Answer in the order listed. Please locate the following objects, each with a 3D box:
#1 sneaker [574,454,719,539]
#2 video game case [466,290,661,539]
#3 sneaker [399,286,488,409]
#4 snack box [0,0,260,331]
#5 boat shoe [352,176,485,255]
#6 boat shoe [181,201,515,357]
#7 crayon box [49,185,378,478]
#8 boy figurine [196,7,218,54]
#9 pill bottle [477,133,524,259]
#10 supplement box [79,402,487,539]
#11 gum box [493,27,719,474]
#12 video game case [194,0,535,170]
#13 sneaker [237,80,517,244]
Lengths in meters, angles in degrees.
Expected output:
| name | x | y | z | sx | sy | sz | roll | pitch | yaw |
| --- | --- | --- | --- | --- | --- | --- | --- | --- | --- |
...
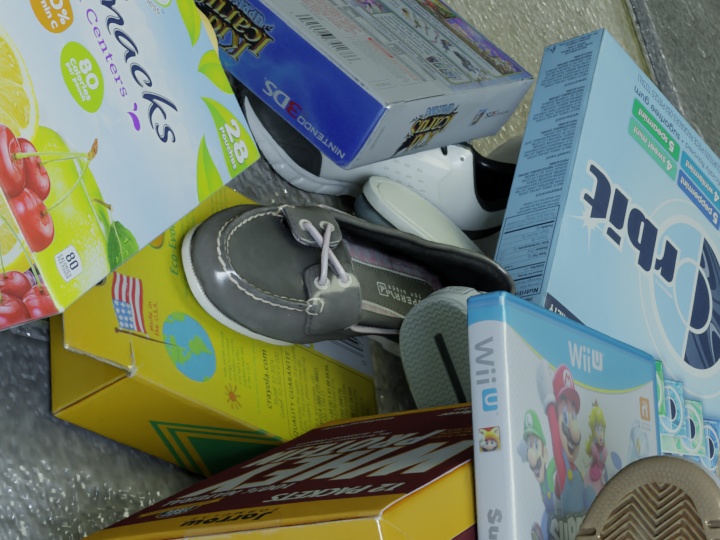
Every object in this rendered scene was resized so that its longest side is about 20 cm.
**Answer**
| name | x | y | z | sx | sy | sz | roll | pitch | yaw |
| --- | --- | --- | --- | --- | --- | --- | --- | --- | --- |
| sneaker | 0.123 | 0.161 | 0.620 | 0.112 | 0.071 | 0.202 | -1 | 90 | -56 |
| video game case | 0.082 | 0.119 | 0.652 | 0.143 | 0.018 | 0.202 | 21 | 63 | -56 |
| sneaker | 0.081 | 0.101 | 0.790 | 0.071 | 0.073 | 0.202 | -8 | 81 | -52 |
| snack box | -0.132 | -0.098 | 0.648 | 0.201 | 0.067 | 0.169 | 68 | 27 | -12 |
| boat shoe | 0.054 | 0.024 | 0.970 | 0.200 | 0.062 | 0.073 | 40 | 16 | -37 |
| boat shoe | 0.000 | 0.000 | 0.811 | 0.199 | 0.057 | 0.067 | 14 | 54 | -53 |
| crayon box | -0.074 | 0.020 | 0.788 | 0.200 | 0.051 | 0.128 | 31 | 42 | -44 |
| boy figurine | -0.127 | -0.152 | 0.797 | 0.064 | 0.124 | 0.201 | -23 | 75 | -19 |
| pill bottle | 0.156 | -0.014 | 1.116 | 0.199 | 0.112 | 0.113 | 15 | 53 | -53 |
| supplement box | 0.017 | 0.168 | 0.675 | 0.197 | 0.132 | 0.202 | -18 | 96 | -60 |
| gum box | 0.145 | 0.000 | 0.965 | 0.170 | 0.044 | 0.201 | 41 | 52 | -35 |
| video game case | -0.027 | -0.137 | 0.925 | 0.200 | 0.046 | 0.181 | 42 | 27 | 16 |
| sneaker | 0.014 | -0.072 | 0.976 | 0.199 | 0.080 | 0.074 | 31 | 43 | -40 |
